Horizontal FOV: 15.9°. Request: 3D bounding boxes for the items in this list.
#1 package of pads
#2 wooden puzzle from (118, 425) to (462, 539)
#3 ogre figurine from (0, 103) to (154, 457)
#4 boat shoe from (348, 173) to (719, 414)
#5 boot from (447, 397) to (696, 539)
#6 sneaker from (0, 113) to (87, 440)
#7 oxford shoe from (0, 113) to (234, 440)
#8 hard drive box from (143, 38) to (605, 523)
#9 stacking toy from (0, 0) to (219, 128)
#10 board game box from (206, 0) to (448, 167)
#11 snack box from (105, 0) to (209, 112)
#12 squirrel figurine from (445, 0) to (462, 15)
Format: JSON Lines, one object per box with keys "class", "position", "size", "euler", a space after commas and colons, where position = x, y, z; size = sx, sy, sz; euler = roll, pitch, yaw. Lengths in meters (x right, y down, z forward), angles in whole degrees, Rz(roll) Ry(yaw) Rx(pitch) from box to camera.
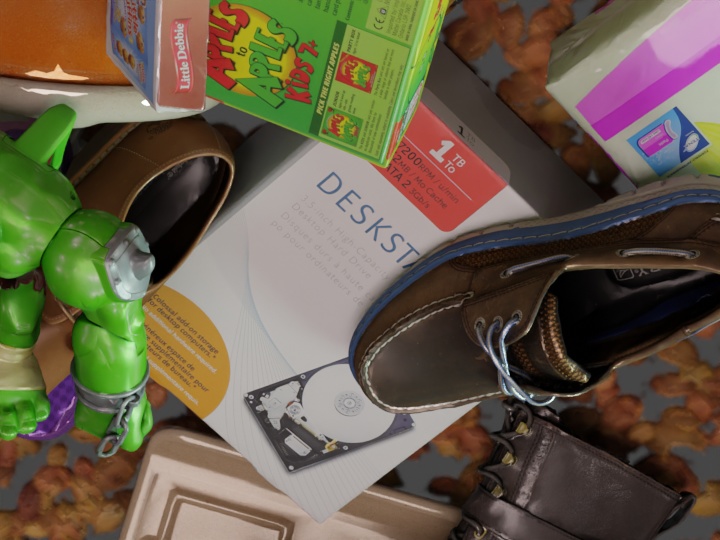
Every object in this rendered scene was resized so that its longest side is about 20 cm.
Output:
{"class": "package of pads", "position": [0.206, -0.092, 1.150], "size": [0.200, 0.068, 0.155], "euler": [-36, 109, 24]}
{"class": "wooden puzzle", "position": [-0.045, 0.192, 1.333], "size": [0.185, 0.046, 0.200], "euler": [17, 99, -5]}
{"class": "ogre figurine", "position": [-0.164, -0.012, 1.092], "size": [0.200, 0.098, 0.120], "euler": [50, 140, 15]}
{"class": "boat shoe", "position": [0.081, 0.019, 1.138], "size": [0.200, 0.072, 0.072], "euler": [-26, 114, 19]}
{"class": "boot", "position": [0.049, 0.142, 1.279], "size": [0.200, 0.069, 0.174], "euler": [22, 92, -16]}
{"class": "sneaker", "position": [-0.170, 0.003, 1.242], "size": [0.080, 0.088, 0.200], "euler": [1, 120, 5]}
{"class": "oxford shoe", "position": [-0.132, 0.009, 1.169], "size": [0.071, 0.071, 0.200], "euler": [38, 91, -33]}
{"class": "hard drive box", "position": [0.000, 0.000, 1.224], "size": [0.156, 0.077, 0.200], "euler": [42, 116, -16]}
{"class": "stacking toy", "position": [-0.122, -0.170, 1.132], "size": [0.146, 0.146, 0.200], "euler": [6, 104, 4]}
{"class": "board game box", "position": [-0.009, -0.142, 1.029], "size": [0.102, 0.048, 0.200], "euler": [22, 136, 6]}
{"class": "snack box", "position": [-0.078, -0.168, 1.018], "size": [0.024, 0.072, 0.200], "euler": [-6, 116, -22]}
{"class": "squirrel figurine", "position": [0.000, -0.205, 1.094], "size": [0.200, 0.142, 0.187], "euler": [29, 130, 2]}
